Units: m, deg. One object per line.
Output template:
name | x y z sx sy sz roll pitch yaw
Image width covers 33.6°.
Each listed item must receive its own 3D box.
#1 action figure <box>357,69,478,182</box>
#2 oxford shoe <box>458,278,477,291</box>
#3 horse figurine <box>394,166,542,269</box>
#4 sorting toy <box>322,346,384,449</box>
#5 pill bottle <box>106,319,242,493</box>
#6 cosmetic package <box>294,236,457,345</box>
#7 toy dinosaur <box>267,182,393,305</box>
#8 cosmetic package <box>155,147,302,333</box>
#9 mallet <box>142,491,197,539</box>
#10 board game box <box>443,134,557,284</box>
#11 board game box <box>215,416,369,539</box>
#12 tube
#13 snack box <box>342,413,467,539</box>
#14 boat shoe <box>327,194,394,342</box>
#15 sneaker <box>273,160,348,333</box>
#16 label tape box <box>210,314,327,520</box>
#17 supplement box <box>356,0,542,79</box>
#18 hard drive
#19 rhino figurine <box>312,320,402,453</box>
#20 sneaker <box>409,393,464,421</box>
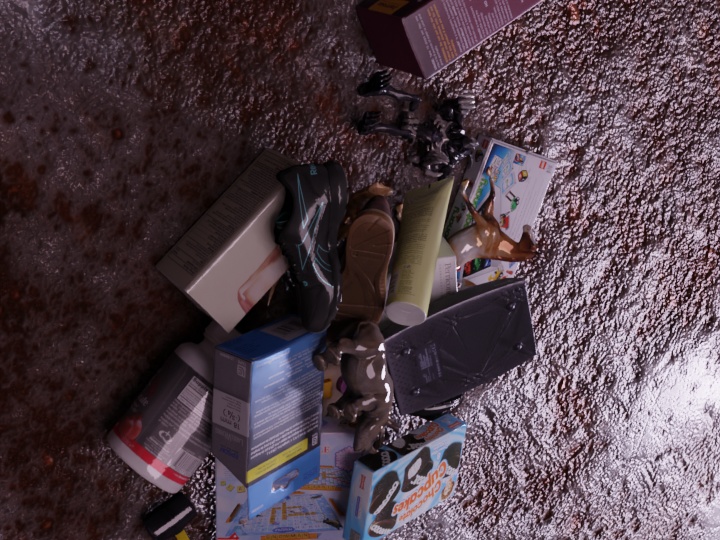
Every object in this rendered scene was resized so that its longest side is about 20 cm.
action figure | 0.091 -0.175 1.502 0.199 0.102 0.119 18 87 -35
oxford shoe | 0.092 0.083 1.624 0.200 0.075 0.058 -41 90 7
horse figurine | 0.126 -0.047 1.572 0.199 0.050 0.133 -22 105 -3
sorting toy | -0.051 0.165 1.552 0.179 0.107 0.201 -6 118 -20
pill bottle | -0.203 0.158 1.434 0.200 0.111 0.111 -52 127 -5
cosmetic package | 0.020 0.027 1.514 0.199 0.071 0.102 -9 115 -8
toy dinosaur | -0.048 -0.049 1.455 0.200 0.106 0.060 -43 86 10
cosmetic package | -0.132 -0.038 1.409 0.200 0.103 0.087 -46 125 -8
mallet | -0.227 0.378 1.556 0.066 0.041 0.201 -28 125 -21
board game box | 0.184 -0.075 1.641 0.126 0.035 0.201 15 100 -34
board game box | -0.089 0.282 1.542 0.199 0.041 0.201 1 116 -6
tube | 0.071 -0.028 1.451 0.058 0.201 0.052 10 146 2
snack box | 0.060 0.273 1.556 0.200 0.037 0.117 -19 125 -47
boat shoe | 0.000 0.000 1.424 0.072 0.072 0.201 11 125 -2
sneaker | -0.063 -0.027 1.363 0.079 0.075 0.201 -2 102 -21
label tape box | -0.108 0.169 1.404 0.144 0.063 0.201 -22 121 -52
supplement box | 0.111 -0.326 1.447 0.200 0.110 0.086 -36 123 -16
hard drive | 0.121 0.090 1.501 0.199 0.042 0.135 -23 124 -12
rhino figurine | 0.005 0.147 1.436 0.087 0.060 0.201 -36 129 -31
sneaker | 0.100 0.177 1.621 0.200 0.076 0.088 -21 141 -60
